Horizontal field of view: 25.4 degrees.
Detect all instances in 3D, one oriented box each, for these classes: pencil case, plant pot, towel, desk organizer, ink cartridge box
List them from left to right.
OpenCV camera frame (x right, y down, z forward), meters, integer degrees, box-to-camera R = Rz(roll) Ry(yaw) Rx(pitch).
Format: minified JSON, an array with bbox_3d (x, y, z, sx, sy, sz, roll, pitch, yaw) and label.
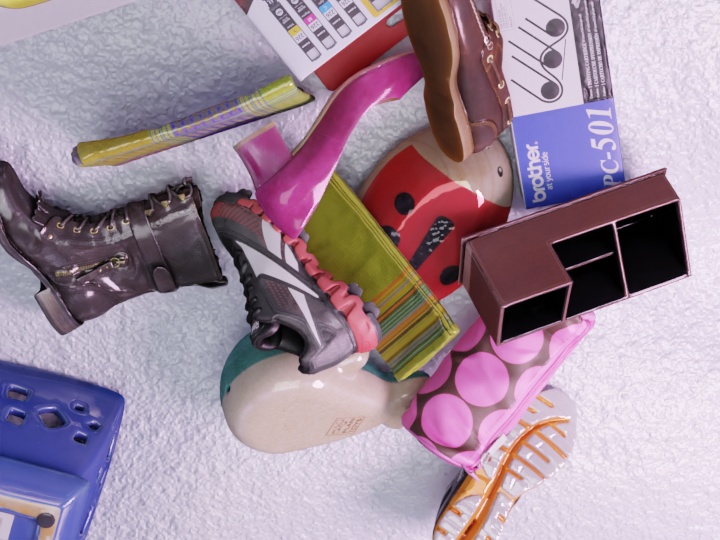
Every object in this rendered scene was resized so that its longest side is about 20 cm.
[{"bbox_3d":[-0.342,0.211,1.472,0.200,0.180,0.200,16,112,-8],"label":"plant pot"},{"bbox_3d":[-0.142,-0.125,1.357,0.200,0.144,0.023,-18,92,6],"label":"towel"},{"bbox_3d":[0.000,0.000,1.418,0.200,0.018,0.086,52,128,9],"label":"towel"},{"bbox_3d":[0.001,-0.259,1.332,0.200,0.084,0.176,-36,111,12],"label":"ink cartridge box"},{"bbox_3d":[0.132,0.091,1.468,0.200,0.094,0.091,-54,137,5],"label":"pencil case"},{"bbox_3d":[0.173,-0.159,1.406,0.094,0.044,0.200,-10,114,4],"label":"ink cartridge box"},{"bbox_3d":[0.193,-0.011,1.404,0.200,0.077,0.072,-19,148,-12],"label":"desk organizer"}]

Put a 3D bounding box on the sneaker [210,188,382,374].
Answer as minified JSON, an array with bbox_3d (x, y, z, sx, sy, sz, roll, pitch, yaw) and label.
[{"bbox_3d":[-0.076,0.013,1.405,0.098,0.071,0.200,-38,72,-19],"label":"sneaker"}]

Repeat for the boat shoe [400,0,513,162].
[{"bbox_3d":[0.084,-0.181,1.326,0.070,0.070,0.200,-32,141,-15],"label":"boat shoe"}]

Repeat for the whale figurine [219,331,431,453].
[{"bbox_3d":[-0.035,0.103,1.494,0.200,0.104,0.159,3,139,-27],"label":"whale figurine"}]

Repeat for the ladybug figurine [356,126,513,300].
[{"bbox_3d":[0.061,-0.039,1.438,0.136,0.072,0.200,27,110,-14],"label":"ladybug figurine"}]

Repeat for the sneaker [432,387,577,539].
[{"bbox_3d":[0.133,0.194,1.548,0.078,0.077,0.200,40,88,-5],"label":"sneaker"}]

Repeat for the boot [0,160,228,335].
[{"bbox_3d":[-0.226,-0.044,1.433,0.174,0.069,0.200,-23,120,4],"label":"boot"}]

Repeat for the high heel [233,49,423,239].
[{"bbox_3d":[-0.004,-0.113,1.378,0.200,0.067,0.096,-31,91,-13],"label":"high heel"}]

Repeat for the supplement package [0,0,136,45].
[{"bbox_3d":[-0.275,-0.275,1.275,0.200,0.151,0.152,-17,113,5],"label":"supplement package"}]
